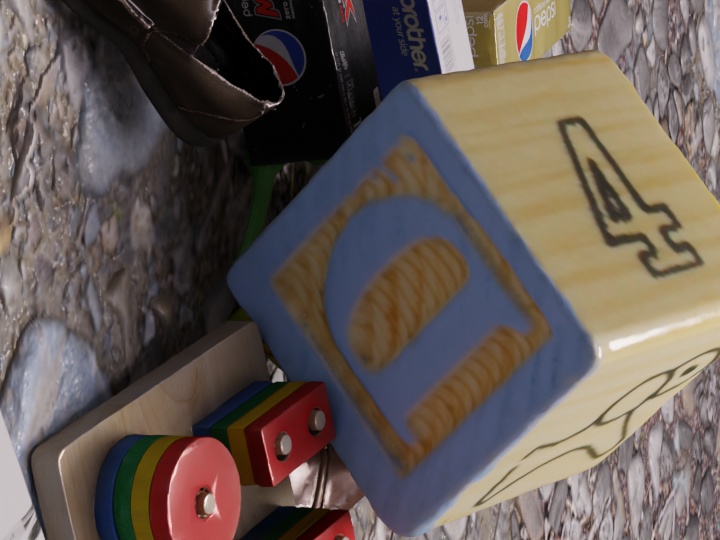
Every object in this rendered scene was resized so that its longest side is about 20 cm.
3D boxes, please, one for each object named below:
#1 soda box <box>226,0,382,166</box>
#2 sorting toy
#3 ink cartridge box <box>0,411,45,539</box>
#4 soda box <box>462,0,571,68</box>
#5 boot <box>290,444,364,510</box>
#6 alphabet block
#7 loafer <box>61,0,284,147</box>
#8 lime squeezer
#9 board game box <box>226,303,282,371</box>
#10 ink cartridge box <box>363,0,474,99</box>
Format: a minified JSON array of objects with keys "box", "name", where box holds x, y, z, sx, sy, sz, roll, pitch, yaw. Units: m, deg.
[{"box":[-0.043,-0.165,1.470,0.063,0.070,0.201,-46,128,-62],"name":"soda box"},{"box":[-0.075,0.155,1.407,0.199,0.069,0.201,-34,118,-53],"name":"sorting toy"},{"box":[-0.202,0.146,1.113,0.146,0.084,0.201,-64,147,-49],"name":"ink cartridge box"},{"box":[0.099,-0.186,1.920,0.200,0.067,0.064,-43,132,-63],"name":"soda box"},{"box":[-0.027,0.190,1.583,0.186,0.064,0.201,17,71,-44],"name":"boot"},{"box":[0.082,0.010,1.490,0.200,0.195,0.197,-13,65,-51],"name":"alphabet block"},{"box":[-0.101,-0.150,1.347,0.200,0.071,0.073,52,42,-39],"name":"loafer"},{"box":[-0.027,-0.064,1.581,0.200,0.071,0.038,-31,165,-48],"name":"lime squeezer"},{"box":[0.000,0.000,1.623,0.102,0.048,0.200,42,36,-9],"name":"board game box"},{"box":[0.028,-0.114,1.694,0.044,0.094,0.201,-51,139,-43],"name":"ink cartridge box"}]
